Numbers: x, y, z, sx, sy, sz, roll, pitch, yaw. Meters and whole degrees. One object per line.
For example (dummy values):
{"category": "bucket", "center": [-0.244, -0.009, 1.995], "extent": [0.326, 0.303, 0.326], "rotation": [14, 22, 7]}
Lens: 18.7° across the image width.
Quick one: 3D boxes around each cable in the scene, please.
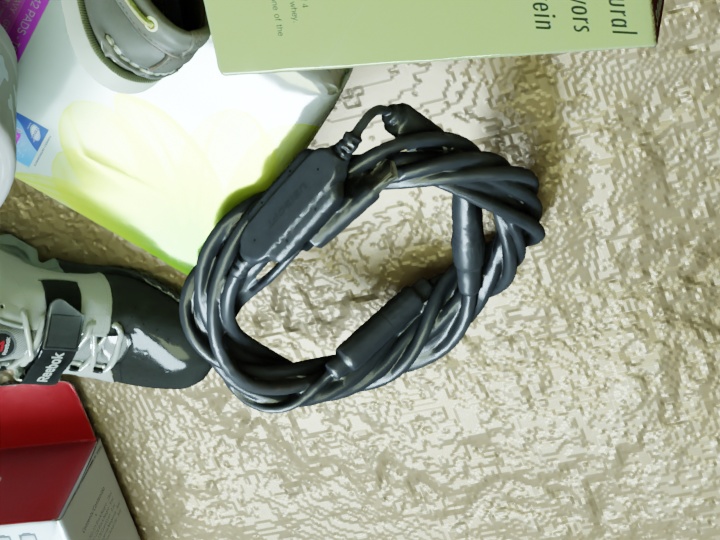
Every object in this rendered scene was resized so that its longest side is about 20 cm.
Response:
{"category": "cable", "center": [0.000, 0.000, 1.131], "extent": [0.163, 0.051, 0.200], "rotation": [16, 126, -39]}

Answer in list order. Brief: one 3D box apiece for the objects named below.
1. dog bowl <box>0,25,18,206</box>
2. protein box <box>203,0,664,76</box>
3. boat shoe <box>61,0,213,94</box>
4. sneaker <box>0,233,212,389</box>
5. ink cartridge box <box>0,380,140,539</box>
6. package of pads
{"category": "dog bowl", "center": [-0.255, -0.057, 1.031], "extent": [0.200, 0.059, 0.200], "rotation": [-15, 151, -8]}
{"category": "protein box", "center": [0.029, -0.209, 0.972], "extent": [0.200, 0.135, 0.199], "rotation": [-3, 121, 14]}
{"category": "boat shoe", "center": [-0.115, -0.186, 1.012], "extent": [0.060, 0.072, 0.202], "rotation": [-23, 80, 45]}
{"category": "sneaker", "center": [-0.180, 0.033, 1.202], "extent": [0.200, 0.089, 0.074], "rotation": [19, 123, -2]}
{"category": "ink cartridge box", "center": [-0.242, 0.166, 1.301], "extent": [0.200, 0.084, 0.176], "rotation": [-8, 120, 17]}
{"category": "package of pads", "center": [-0.119, -0.103, 1.112], "extent": [0.200, 0.068, 0.155], "rotation": [29, 125, -8]}
